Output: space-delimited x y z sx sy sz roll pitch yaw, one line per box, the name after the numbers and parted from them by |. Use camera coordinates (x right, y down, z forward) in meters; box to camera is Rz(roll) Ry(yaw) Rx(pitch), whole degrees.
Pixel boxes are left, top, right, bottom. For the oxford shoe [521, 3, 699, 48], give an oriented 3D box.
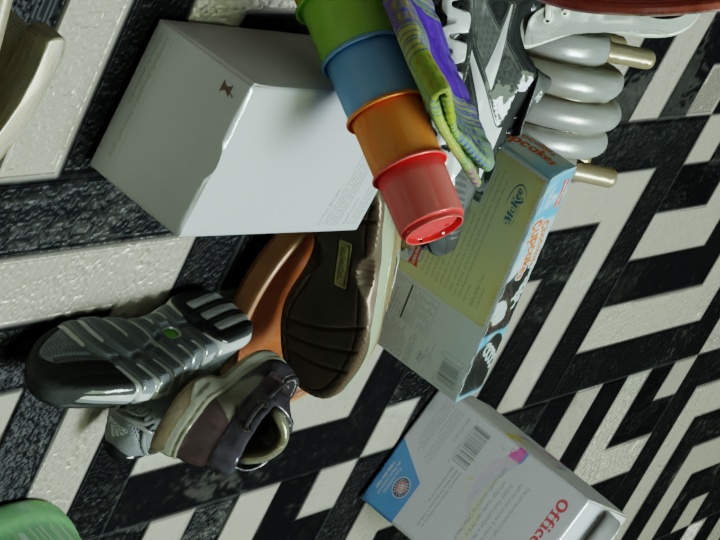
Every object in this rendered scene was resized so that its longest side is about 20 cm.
0.141 -0.190 1.444 0.200 0.075 0.058 -1 170 -10 | oxford shoe

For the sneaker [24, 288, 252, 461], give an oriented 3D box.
-0.155 0.087 1.403 0.200 0.075 0.116 -15 139 -53 | sneaker

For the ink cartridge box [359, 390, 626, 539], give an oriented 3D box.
0.129 0.218 1.897 0.129 0.200 0.125 -53 155 4 | ink cartridge box

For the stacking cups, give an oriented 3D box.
0.004 -0.109 1.258 0.060 0.200 0.061 -17 162 -6 | stacking cups

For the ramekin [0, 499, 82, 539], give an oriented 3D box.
-0.244 0.264 1.456 0.200 0.098 0.200 -39 152 -25 | ramekin

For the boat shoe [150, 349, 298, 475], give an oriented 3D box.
-0.078 0.102 1.427 0.072 0.065 0.200 -55 170 11 | boat shoe

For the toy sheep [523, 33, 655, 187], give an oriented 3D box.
0.127 -0.120 1.527 0.138 0.138 0.200 -4 112 -57 | toy sheep

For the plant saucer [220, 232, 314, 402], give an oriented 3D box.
-0.030 0.012 1.558 0.200 0.032 0.200 -40 153 -25 | plant saucer

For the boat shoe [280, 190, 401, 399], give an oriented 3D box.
0.000 0.000 1.484 0.076 0.072 0.200 -40 154 -49 | boat shoe

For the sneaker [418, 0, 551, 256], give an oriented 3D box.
0.081 -0.105 1.405 0.090 0.066 0.200 3 102 -11 | sneaker

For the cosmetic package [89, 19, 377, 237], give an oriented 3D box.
-0.059 -0.086 1.318 0.200 0.085 0.108 -1 124 -58 | cosmetic package

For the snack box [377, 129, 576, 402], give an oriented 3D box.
0.065 -0.019 1.505 0.037 0.116 0.200 -25 144 -49 | snack box

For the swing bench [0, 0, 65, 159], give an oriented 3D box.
-0.222 -0.144 0.835 0.130 0.199 0.200 -35 150 -32 | swing bench

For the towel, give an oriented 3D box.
0.031 -0.161 1.269 0.023 0.200 0.144 -22 156 8 | towel

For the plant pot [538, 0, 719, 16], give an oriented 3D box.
0.192 -0.281 1.328 0.201 0.201 0.195 -28 122 -41 | plant pot
